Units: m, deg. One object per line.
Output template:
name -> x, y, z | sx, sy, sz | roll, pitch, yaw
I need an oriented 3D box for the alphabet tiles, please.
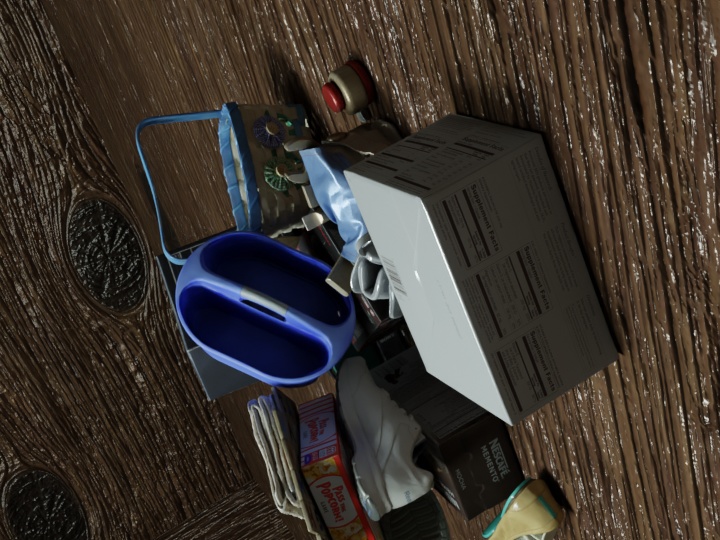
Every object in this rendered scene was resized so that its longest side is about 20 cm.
alphabet tiles -> -0.056, 0.229, 1.402 | 0.166, 0.006, 0.201 | 58, -168, -71

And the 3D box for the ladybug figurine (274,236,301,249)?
ladybug figurine -> -0.094, 0.010, 1.586 | 0.135, 0.199, 0.072 | -32, 64, 39

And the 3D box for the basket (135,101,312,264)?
basket -> -0.146, -0.110, 1.467 | 0.139, 0.199, 0.177 | 111, 143, -74

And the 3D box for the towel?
towel -> -0.079, 0.216, 1.443 | 0.200, 0.034, 0.133 | 57, -166, -71

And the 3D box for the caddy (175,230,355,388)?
caddy -> -0.102, 0.043, 1.386 | 0.199, 0.142, 0.105 | 24, 166, 4

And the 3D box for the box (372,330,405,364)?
box -> 0.028, 0.127, 1.681 | 0.144, 0.036, 0.200 | 65, 165, -13

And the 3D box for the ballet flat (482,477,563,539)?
ballet flat -> 0.177, 0.281, 1.393 | 0.063, 0.069, 0.200 | 43, 163, 13

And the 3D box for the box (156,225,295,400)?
box -> -0.161, 0.046, 1.797 | 0.124, 0.197, 0.201 | 76, 171, -46

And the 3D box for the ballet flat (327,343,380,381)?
ballet flat -> -0.043, 0.080, 1.560 | 0.200, 0.073, 0.073 | 48, 178, -41

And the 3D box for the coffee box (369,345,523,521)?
coffee box -> 0.093, 0.182, 1.464 | 0.200, 0.079, 0.114 | 37, 152, 59

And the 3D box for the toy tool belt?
toy tool belt -> -0.014, -0.087, 1.233 | 0.201, 0.122, 0.125 | 64, 166, -9

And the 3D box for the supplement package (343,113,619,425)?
supplement package -> 0.095, -0.007, 1.024 | 0.156, 0.110, 0.201 | 29, 145, 64

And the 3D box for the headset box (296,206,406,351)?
headset box -> 0.000, 0.000, 1.451 | 0.149, 0.075, 0.200 | 59, 166, 7

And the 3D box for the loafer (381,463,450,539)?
loafer -> 0.052, 0.254, 1.465 | 0.070, 0.075, 0.201 | 11, -122, -80

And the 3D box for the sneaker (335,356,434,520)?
sneaker -> 0.024, 0.177, 1.392 | 0.075, 0.087, 0.201 | 77, 176, -53

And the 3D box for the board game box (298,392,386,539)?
board game box -> -0.013, 0.261, 1.438 | 0.152, 0.046, 0.201 | -100, -11, -69

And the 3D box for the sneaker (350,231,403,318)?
sneaker -> 0.057, 0.017, 1.185 | 0.075, 0.115, 0.201 | 34, 150, 46
